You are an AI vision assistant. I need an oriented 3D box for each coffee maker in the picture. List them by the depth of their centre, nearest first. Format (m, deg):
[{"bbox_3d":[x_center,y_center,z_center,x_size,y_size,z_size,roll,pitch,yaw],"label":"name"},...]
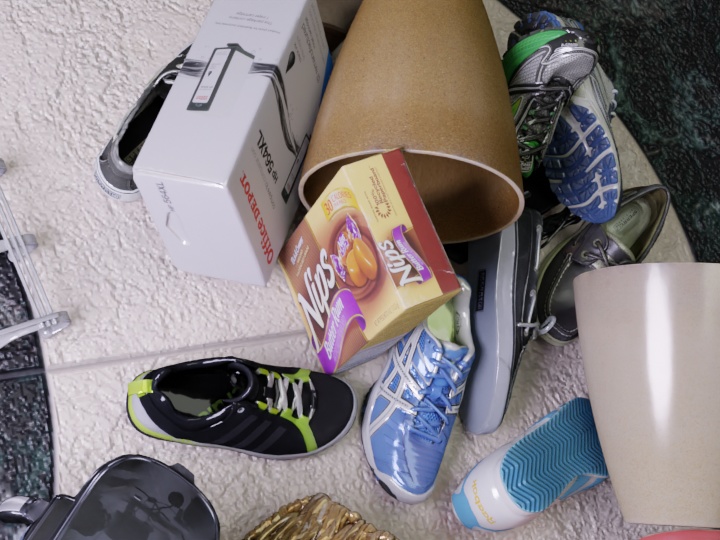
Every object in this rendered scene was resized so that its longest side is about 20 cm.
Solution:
[{"bbox_3d":[-0.182,0.233,0.818,0.133,0.200,0.195,15,64,-17],"label":"coffee maker"}]

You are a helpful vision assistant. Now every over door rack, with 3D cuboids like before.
[{"bbox_3d":[-0.325,0.001,0.912,0.199,0.066,0.149,-16,76,-50],"label":"over door rack"}]

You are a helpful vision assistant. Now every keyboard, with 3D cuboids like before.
[{"bbox_3d":[0.143,-0.055,1.183,0.199,0.040,0.104,-30,61,-29],"label":"keyboard"}]

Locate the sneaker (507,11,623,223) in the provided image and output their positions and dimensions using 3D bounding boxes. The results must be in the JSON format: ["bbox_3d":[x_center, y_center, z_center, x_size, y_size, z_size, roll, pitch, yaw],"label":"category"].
[{"bbox_3d":[0.210,-0.146,1.164,0.085,0.076,0.203,-17,90,-45],"label":"sneaker"}]

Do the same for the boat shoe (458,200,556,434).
[{"bbox_3d":[0.128,0.043,1.096,0.067,0.073,0.203,8,78,-27],"label":"boat shoe"}]

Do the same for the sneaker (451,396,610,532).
[{"bbox_3d":[0.155,0.165,1.073,0.198,0.080,0.077,-11,72,-48],"label":"sneaker"}]

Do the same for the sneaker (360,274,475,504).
[{"bbox_3d":[0.051,0.093,1.050,0.075,0.077,0.203,16,66,-20],"label":"sneaker"}]

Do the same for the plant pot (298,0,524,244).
[{"bbox_3d":[0.048,-0.149,1.052,0.184,0.186,0.203,12,67,-19],"label":"plant pot"}]

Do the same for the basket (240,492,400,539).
[{"bbox_3d":[-0.050,0.290,0.936,0.141,0.150,0.200,25,56,25],"label":"basket"}]

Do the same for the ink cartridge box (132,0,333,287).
[{"bbox_3d":[-0.093,-0.110,1.015,0.083,0.147,0.202,11,61,16],"label":"ink cartridge box"}]

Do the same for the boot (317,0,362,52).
[{"bbox_3d":[-0.031,-0.271,1.153,0.198,0.070,0.149,2,76,-38],"label":"boot"}]

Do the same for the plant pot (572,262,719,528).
[{"bbox_3d":[0.267,0.110,1.048,0.184,0.187,0.204,8,78,-21],"label":"plant pot"}]

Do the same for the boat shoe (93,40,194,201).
[{"bbox_3d":[-0.147,-0.141,1.059,0.070,0.064,0.201,37,59,-7],"label":"boat shoe"}]

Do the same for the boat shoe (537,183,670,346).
[{"bbox_3d":[0.227,-0.015,1.177,0.072,0.066,0.201,44,59,-3],"label":"boat shoe"}]

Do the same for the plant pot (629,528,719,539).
[{"bbox_3d":[0.270,0.317,1.008,0.197,0.201,0.180,12,55,-19],"label":"plant pot"}]

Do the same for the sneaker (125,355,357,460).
[{"bbox_3d":[-0.086,0.106,0.979,0.197,0.083,0.073,2,70,-24],"label":"sneaker"}]

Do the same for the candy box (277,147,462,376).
[{"bbox_3d":[0.000,0.000,0.991,0.056,0.200,0.118,-19,79,-25],"label":"candy box"}]

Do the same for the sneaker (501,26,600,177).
[{"bbox_3d":[0.150,-0.131,1.098,0.077,0.201,0.086,8,49,-24],"label":"sneaker"}]
